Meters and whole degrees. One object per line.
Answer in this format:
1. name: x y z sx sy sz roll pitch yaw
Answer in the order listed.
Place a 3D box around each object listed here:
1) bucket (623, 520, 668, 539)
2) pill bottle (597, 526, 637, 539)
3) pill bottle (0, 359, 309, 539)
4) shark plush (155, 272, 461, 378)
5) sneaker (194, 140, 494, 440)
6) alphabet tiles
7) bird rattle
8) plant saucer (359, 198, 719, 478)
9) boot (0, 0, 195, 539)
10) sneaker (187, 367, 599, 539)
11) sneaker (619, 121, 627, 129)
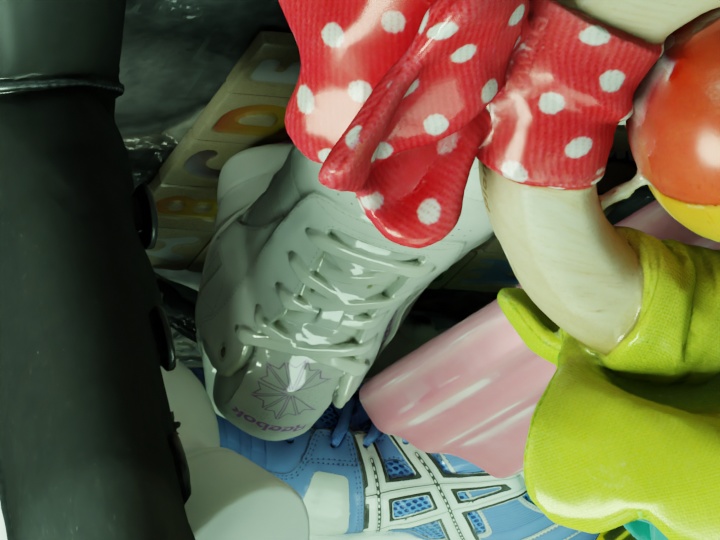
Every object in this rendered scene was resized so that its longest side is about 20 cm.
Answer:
1. bucket: 0.185 0.109 0.940 0.206 0.135 0.208 -2 142 -1
2. pill bottle: 0.121 0.093 1.123 0.109 0.110 0.200 8 145 -29
3. pill bottle: -0.117 0.053 0.875 0.200 0.113 0.113 30 172 27
4. shark plush: -0.002 0.046 1.070 0.199 0.091 0.083 4 -170 -38
5. sneaker: 0.000 0.000 0.861 0.075 0.100 0.200 18 163 -13
6. alphabet tiles: 0.022 -0.038 0.955 0.166 0.008 0.200 4 155 -23
7. bird rattle: 0.074 -0.033 0.741 0.163 0.113 0.200 -31 112 -3
8. plant saucer: 0.095 0.006 0.901 0.200 0.051 0.201 -32 178 -1
9. boot: -0.080 -0.012 0.744 0.065 0.201 0.165 -5 157 -2
10. sneaker: 0.005 0.059 0.989 0.199 0.076 0.077 16 121 -34
11. sneaker: 0.111 -0.097 0.782 0.199 0.078 0.082 -10 135 11
